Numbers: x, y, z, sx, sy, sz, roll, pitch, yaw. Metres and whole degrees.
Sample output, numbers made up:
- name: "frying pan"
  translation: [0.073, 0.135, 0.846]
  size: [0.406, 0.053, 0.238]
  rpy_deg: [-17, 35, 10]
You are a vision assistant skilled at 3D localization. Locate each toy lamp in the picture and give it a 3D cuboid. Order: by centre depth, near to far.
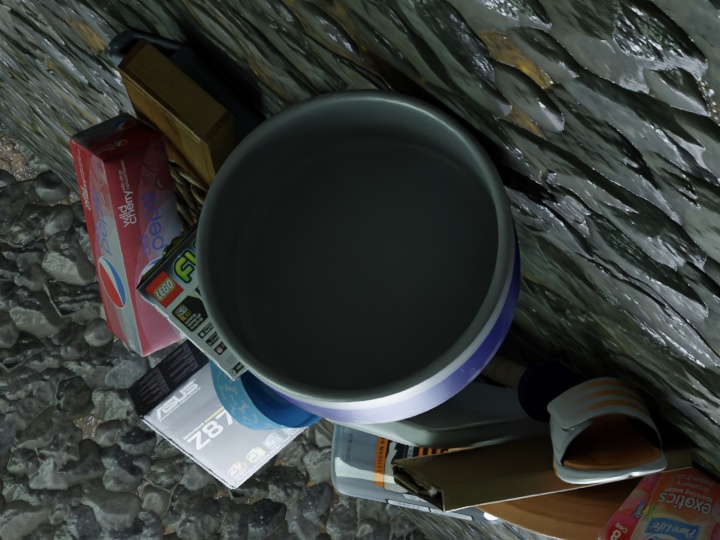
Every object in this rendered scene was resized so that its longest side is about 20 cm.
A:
- name: "toy lamp"
  translation: [0.112, 0.082, 1.697]
  size: [0.058, 0.058, 0.200]
  rpy_deg: [45, 171, -26]

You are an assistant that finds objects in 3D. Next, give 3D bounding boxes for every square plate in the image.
- name: "square plate"
  translation: [0.064, 0.121, 1.699]
  size: [0.199, 0.029, 0.197]
  rpy_deg: [-1, -172, -41]

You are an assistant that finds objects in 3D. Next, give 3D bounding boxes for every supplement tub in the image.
- name: "supplement tub"
  translation: [0.080, 0.166, 1.850]
  size: [0.198, 0.123, 0.123]
  rpy_deg: [9, 163, 13]

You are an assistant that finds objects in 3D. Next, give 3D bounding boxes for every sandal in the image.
- name: "sandal"
  translation: [0.174, 0.108, 1.496]
  size: [0.207, 0.078, 0.060]
  rpy_deg: [-110, 11, -78]

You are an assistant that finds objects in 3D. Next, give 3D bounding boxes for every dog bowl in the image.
- name: "dog bowl"
  translation: [0.001, -0.008, 1.250]
  size: [0.200, 0.200, 0.079]
  rpy_deg: [39, 174, 18]
- name: "dog bowl"
  translation: [-0.089, 0.048, 1.751]
  size: [0.111, 0.202, 0.049]
  rpy_deg: [4, 159, -44]

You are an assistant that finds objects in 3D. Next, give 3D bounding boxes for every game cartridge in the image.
- name: "game cartridge"
  translation: [-0.147, -0.151, 1.769]
  size: [0.134, 0.040, 0.200]
  rpy_deg: [50, 169, -26]

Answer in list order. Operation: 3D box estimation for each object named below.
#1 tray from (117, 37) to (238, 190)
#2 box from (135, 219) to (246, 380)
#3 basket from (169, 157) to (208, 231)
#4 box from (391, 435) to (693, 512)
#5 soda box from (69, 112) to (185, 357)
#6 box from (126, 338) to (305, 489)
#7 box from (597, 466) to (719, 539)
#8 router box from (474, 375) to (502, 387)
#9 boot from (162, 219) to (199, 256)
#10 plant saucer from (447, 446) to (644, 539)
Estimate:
- name: "tray"
  translation: [-0.150, -0.124, 1.682]
  size: [0.099, 0.037, 0.200]
  rpy_deg: [41, 171, 7]
- name: "box"
  translation: [-0.069, -0.019, 1.543]
  size: [0.110, 0.200, 0.035]
  rpy_deg: [43, -160, -10]
- name: "basket"
  translation: [-0.156, -0.028, 1.924]
  size: [0.142, 0.150, 0.200]
  rpy_deg: [32, 178, 16]
- name: "box"
  translation: [0.138, 0.153, 1.554]
  size: [0.163, 0.198, 0.021]
  rpy_deg: [-171, 74, -78]
- name: "soda box"
  translation: [-0.197, -0.030, 1.740]
  size: [0.070, 0.063, 0.201]
  rpy_deg: [32, 139, 49]
- name: "box"
  translation: [-0.098, 0.100, 1.885]
  size: [0.161, 0.200, 0.049]
  rpy_deg: [46, -173, -44]
- name: "box"
  translation: [0.286, 0.247, 1.604]
  size: [0.102, 0.095, 0.200]
  rpy_deg: [35, 169, 43]
- name: "router box"
  translation: [0.076, 0.112, 2.021]
  size: [0.200, 0.052, 0.157]
  rpy_deg: [37, 171, 29]
- name: "boot"
  translation: [-0.094, -0.034, 1.681]
  size: [0.074, 0.153, 0.204]
  rpy_deg: [51, 173, 4]
- name: "plant saucer"
  translation: [0.170, 0.176, 1.680]
  size: [0.199, 0.033, 0.200]
  rpy_deg: [11, -166, -3]
